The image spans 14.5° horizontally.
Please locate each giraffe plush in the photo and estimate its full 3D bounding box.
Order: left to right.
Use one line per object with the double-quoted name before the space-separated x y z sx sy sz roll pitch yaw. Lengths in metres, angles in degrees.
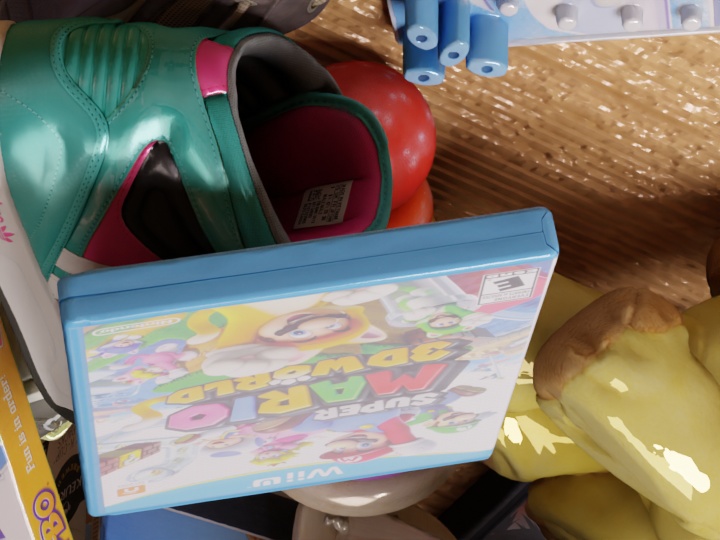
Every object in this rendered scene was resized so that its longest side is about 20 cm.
"giraffe plush" 0.146 0.031 0.993 0.200 0.162 0.173 30 159 35

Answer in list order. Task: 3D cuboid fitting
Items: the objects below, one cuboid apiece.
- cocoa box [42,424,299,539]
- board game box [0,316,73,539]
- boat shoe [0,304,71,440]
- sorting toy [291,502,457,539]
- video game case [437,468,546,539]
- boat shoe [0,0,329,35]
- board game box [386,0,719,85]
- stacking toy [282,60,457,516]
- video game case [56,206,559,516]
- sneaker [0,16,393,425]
"cocoa box" -0.099 0.158 1.202 0.133 0.131 0.200 21 142 -25
"board game box" -0.159 0.071 1.044 0.096 0.030 0.200 2 123 30
"boat shoe" -0.142 0.037 1.083 0.202 0.072 0.060 -14 143 34
"sorting toy" 0.086 0.162 1.077 0.180 0.107 0.200 12 -178 -26
"video game case" 0.117 0.138 1.254 0.181 0.026 0.200 17 144 -19
"boat shoe" -0.044 -0.110 0.866 0.073 0.075 0.200 9 159 -32
"board game box" 0.096 -0.129 0.859 0.200 0.026 0.200 -3 145 8
"stacking toy" 0.000 0.000 1.023 0.085 0.085 0.200 2 139 1
"video game case" -0.019 0.034 0.888 0.143 0.018 0.200 -8 160 -6
"sneaker" -0.048 -0.013 0.889 0.121 0.084 0.200 -2 150 10
